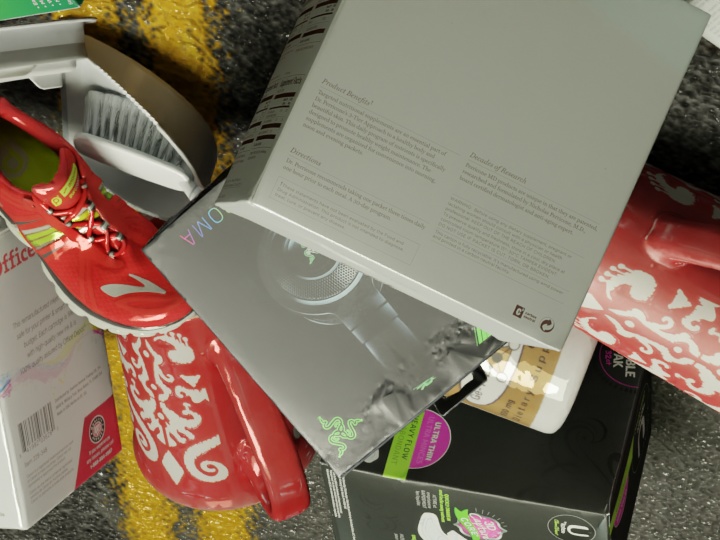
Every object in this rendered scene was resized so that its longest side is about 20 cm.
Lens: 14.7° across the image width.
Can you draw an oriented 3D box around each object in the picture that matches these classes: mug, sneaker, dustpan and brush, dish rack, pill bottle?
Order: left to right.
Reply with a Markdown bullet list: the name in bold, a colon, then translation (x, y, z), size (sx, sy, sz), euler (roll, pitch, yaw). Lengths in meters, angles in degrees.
- **dish rack**: translation (-0.272, -0.120, 1.701), size (0.171, 0.044, 0.199), euler (-10, -177, -42)
- **sneaker**: translation (-0.185, -0.035, 1.776), size (0.200, 0.077, 0.085), euler (40, 164, 9)
- **dustpan and brush**: translation (-0.117, -0.064, 1.779), size (0.199, 0.057, 0.140), euler (23, 149, 11)
- **mug**: translation (-0.087, 0.060, 1.897), size (0.177, 0.134, 0.201), euler (24, 147, 25)
- **pill bottle**: translation (0.054, 0.020, 1.800), size (0.199, 0.115, 0.115), euler (20, 147, 1)
- **mug**: translation (0.233, 0.007, 1.700), size (0.199, 0.134, 0.178), euler (27, 135, -6)

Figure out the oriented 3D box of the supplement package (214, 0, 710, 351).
- **supplement package**: translation (0.052, -0.087, 1.529), size (0.190, 0.201, 0.147), euler (25, 177, -10)

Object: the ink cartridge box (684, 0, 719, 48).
- **ink cartridge box**: translation (0.207, -0.193, 1.492), size (0.200, 0.050, 0.162), euler (36, 145, -10)

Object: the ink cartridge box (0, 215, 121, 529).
- **ink cartridge box**: translation (-0.242, 0.057, 1.895), size (0.085, 0.148, 0.201), euler (-1, 107, 26)

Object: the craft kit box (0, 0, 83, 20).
- **craft kit box**: translation (-0.279, -0.217, 1.577), size (0.196, 0.049, 0.200), euler (-3, 140, 35)

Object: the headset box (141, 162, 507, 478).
- **headset box**: translation (0.000, 0.000, 1.691), size (0.174, 0.093, 0.200), euler (-39, 96, 16)

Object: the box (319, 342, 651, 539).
- **box**: translation (0.090, 0.120, 1.899), size (0.199, 0.149, 0.125), euler (10, 146, 12)
